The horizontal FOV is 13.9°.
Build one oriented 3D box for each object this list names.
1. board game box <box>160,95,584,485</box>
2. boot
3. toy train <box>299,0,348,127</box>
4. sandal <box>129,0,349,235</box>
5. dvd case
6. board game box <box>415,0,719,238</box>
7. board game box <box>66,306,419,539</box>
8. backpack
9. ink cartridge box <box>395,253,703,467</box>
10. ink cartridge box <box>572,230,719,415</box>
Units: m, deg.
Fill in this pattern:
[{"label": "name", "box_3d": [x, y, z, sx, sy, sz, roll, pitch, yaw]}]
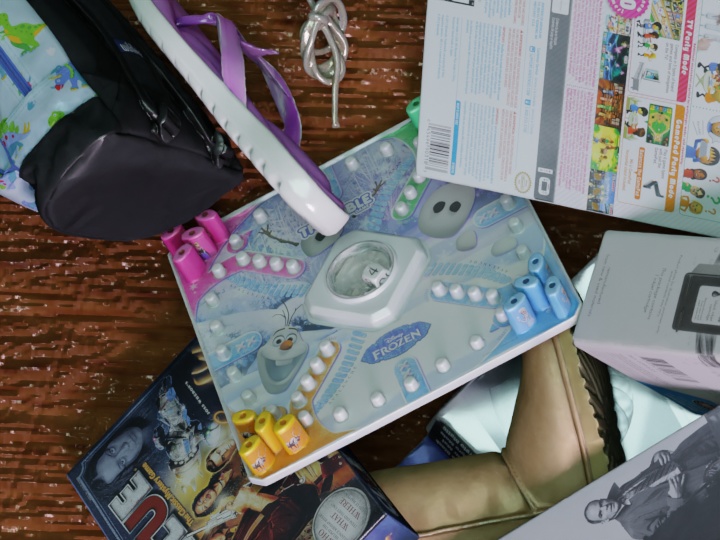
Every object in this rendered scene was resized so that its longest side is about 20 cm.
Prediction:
[{"label": "board game box", "box_3d": [0.000, 0.000, 1.612, 0.200, 0.026, 0.200, -28, 44, 4]}, {"label": "boot", "box_3d": [0.042, 0.110, 1.600, 0.199, 0.066, 0.176, -13, 88, 14]}, {"label": "toy train", "box_3d": [-0.067, -0.182, 1.678, 0.115, 0.085, 0.201, 2, 95, 23]}, {"label": "sandal", "box_3d": [-0.059, -0.100, 1.648, 0.050, 0.082, 0.203, -40, 64, 3]}, {"label": "dvd case", "box_3d": [0.139, 0.180, 1.514, 0.200, 0.025, 0.151, -33, 59, 17]}, {"label": "board game box", "box_3d": [0.136, -0.108, 1.543, 0.199, 0.064, 0.148, 14, 119, 18]}, {"label": "board game box", "box_3d": [-0.068, 0.128, 1.603, 0.136, 0.035, 0.200, -47, 44, 5]}, {"label": "backpack", "box_3d": [-0.182, -0.109, 1.643, 0.154, 0.163, 0.200, -34, 71, 18]}, {"label": "ink cartridge box", "box_3d": [0.141, 0.119, 1.635, 0.200, 0.041, 0.200, 44, 92, 9]}, {"label": "ink cartridge box", "box_3d": [0.223, 0.035, 1.507, 0.200, 0.116, 0.067, 5, 72, 47]}]
